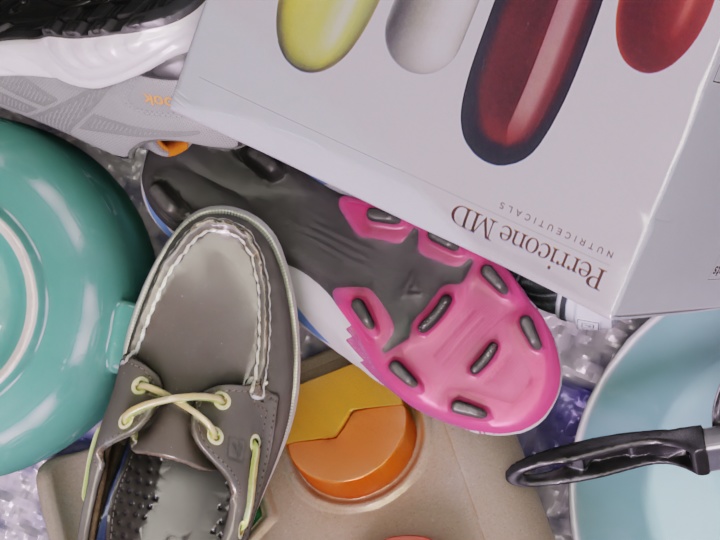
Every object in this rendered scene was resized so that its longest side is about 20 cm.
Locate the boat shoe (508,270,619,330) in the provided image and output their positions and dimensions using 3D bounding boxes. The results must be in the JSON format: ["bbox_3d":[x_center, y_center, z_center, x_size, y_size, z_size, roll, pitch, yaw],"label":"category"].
[{"bbox_3d":[0.093,-0.076,1.008,0.071,0.072,0.200,16,100,9],"label":"boat shoe"}]

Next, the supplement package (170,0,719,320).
[{"bbox_3d":[0.072,-0.112,0.902,0.191,0.147,0.200,25,102,24],"label":"supplement package"}]

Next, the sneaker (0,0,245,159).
[{"bbox_3d":[-0.112,-0.079,1.015,0.074,0.200,0.079,-44,119,-26],"label":"sneaker"}]

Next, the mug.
[{"bbox_3d":[-0.151,0.006,1.041,0.185,0.114,0.152,-21,90,3],"label":"mug"}]

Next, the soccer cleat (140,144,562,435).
[{"bbox_3d":[0.000,0.000,1.043,0.200,0.086,0.070,34,87,12],"label":"soccer cleat"}]

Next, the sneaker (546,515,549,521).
[{"bbox_3d":[0.084,0.193,1.047,0.083,0.081,0.200,-22,89,8],"label":"sneaker"}]

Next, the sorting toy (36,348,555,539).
[{"bbox_3d":[-0.024,0.117,1.030,0.200,0.037,0.185,-20,55,1],"label":"sorting toy"}]

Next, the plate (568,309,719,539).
[{"bbox_3d":[0.188,0.095,1.071,0.200,0.026,0.201,0,90,3],"label":"plate"}]

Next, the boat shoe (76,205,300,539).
[{"bbox_3d":[-0.068,0.074,0.974,0.072,0.060,0.202,11,88,5],"label":"boat shoe"}]

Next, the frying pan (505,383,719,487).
[{"bbox_3d":[0.162,0.054,1.007,0.190,0.031,0.115,3,127,-14],"label":"frying pan"}]
